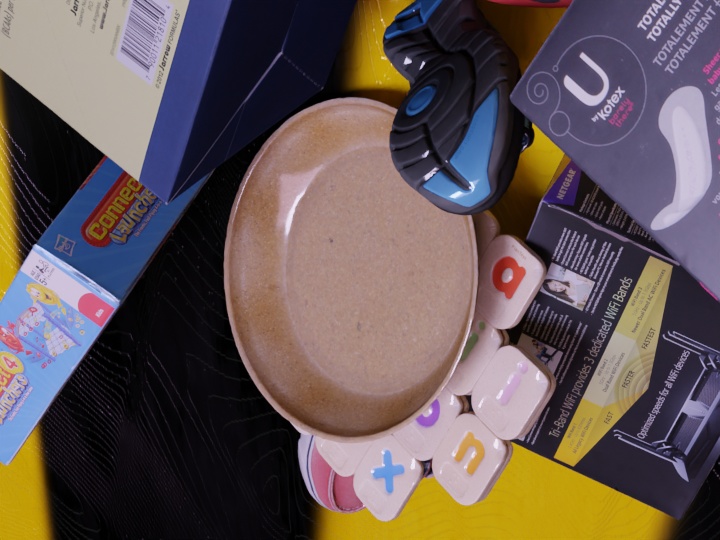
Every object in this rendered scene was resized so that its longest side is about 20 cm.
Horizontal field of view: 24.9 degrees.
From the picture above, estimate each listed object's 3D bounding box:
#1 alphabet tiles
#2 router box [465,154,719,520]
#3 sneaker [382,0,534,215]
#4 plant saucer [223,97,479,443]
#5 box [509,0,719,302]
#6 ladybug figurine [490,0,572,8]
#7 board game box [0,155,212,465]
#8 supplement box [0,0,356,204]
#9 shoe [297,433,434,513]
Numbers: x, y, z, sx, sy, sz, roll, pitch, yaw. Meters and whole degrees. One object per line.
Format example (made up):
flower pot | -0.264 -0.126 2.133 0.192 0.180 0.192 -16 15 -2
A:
alphabet tiles | 0.027 0.041 0.976 0.200 0.015 0.196 44 118 32
router box | 0.158 0.044 0.973 0.156 0.052 0.201 25 136 7
sneaker | 0.062 -0.079 0.823 0.073 0.200 0.082 -35 115 19
plant saucer | 0.000 0.000 0.966 0.199 0.035 0.202 0 89 41
box | 0.186 -0.060 0.715 0.200 0.106 0.123 47 120 23
ladybug figurine | 0.079 -0.184 0.795 0.199 0.072 0.136 7 132 23
board game box | -0.159 -0.008 0.991 0.056 0.196 0.200 35 136 -6
supplement box | -0.104 -0.184 0.783 0.199 0.134 0.201 39 138 12
shoe | 0.011 0.116 1.076 0.071 0.091 0.201 -6 136 -21
